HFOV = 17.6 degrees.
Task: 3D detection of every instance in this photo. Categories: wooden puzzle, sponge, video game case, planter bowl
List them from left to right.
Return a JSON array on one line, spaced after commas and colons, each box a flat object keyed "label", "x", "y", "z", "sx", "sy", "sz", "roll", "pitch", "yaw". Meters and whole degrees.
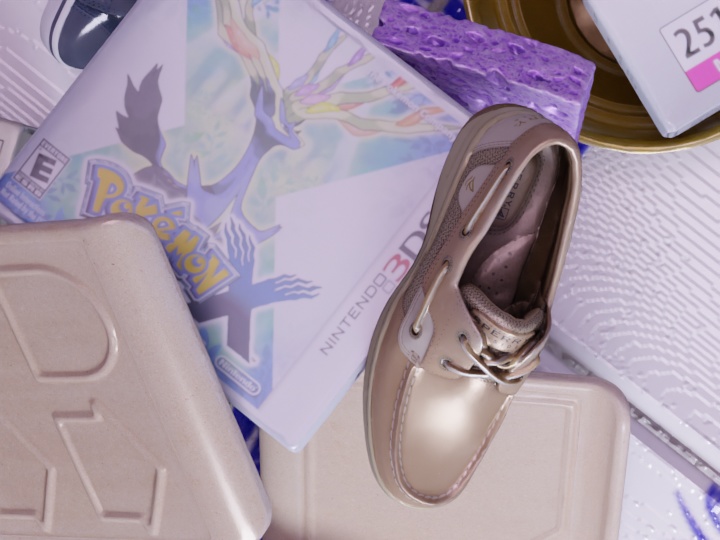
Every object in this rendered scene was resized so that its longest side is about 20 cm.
[{"label": "wooden puzzle", "x": -0.152, "y": 0.053, "z": 1.145, "sx": 0.200, "sy": 0.046, "sz": 0.185, "roll": -6, "pitch": 118, "yaw": 31}, {"label": "video game case", "x": -0.052, "y": -0.044, "z": 1.132, "sx": 0.200, "sy": 0.022, "sz": 0.182, "roll": 38, "pitch": 91, "yaw": 8}, {"label": "wooden puzzle", "x": 0.043, "y": 0.115, "z": 1.262, "sx": 0.200, "sy": 0.037, "sz": 0.185, "roll": 8, "pitch": 131, "yaw": 9}, {"label": "sponge", "x": 0.060, "y": -0.076, "z": 1.233, "sx": 0.111, "sy": 0.200, "sz": 0.030, "roll": 17, "pitch": 72, "yaw": 6}, {"label": "planter bowl", "x": 0.158, "y": -0.160, "z": 1.283, "sx": 0.200, "sy": 0.083, "sz": 0.201, "roll": 0, "pitch": 87, "yaw": 7}]

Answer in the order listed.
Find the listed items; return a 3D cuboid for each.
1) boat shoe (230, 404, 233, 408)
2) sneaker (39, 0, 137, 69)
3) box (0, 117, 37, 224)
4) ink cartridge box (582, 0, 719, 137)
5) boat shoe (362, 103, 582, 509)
[{"label": "boat shoe", "x": -0.105, "y": -0.011, "z": 1.315, "sx": 0.072, "sy": 0.068, "sz": 0.200, "roll": -9, "pitch": 85, "yaw": 7}, {"label": "sneaker", "x": -0.086, "y": -0.170, "z": 1.306, "sx": 0.200, "sy": 0.078, "sz": 0.079, "roll": -39, "pitch": 62, "yaw": 2}, {"label": "box", "x": -0.285, "y": -0.042, "z": 1.314, "sx": 0.200, "sy": 0.109, "sz": 0.128, "roll": 16, "pitch": 90, "yaw": 7}, {"label": "ink cartridge box", "x": 0.202, "y": -0.194, "z": 1.217, "sx": 0.200, "sy": 0.044, "sz": 0.174, "roll": -31, "pitch": 86, "yaw": 4}, {"label": "boat shoe", "x": 0.053, "y": 0.023, "z": 1.087, "sx": 0.071, "sy": 0.065, "sz": 0.200, "roll": 9, "pitch": 102, "yaw": -22}]
